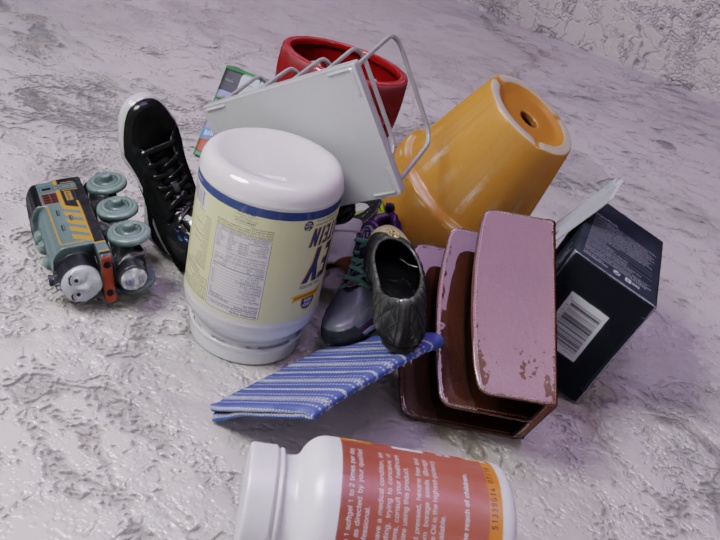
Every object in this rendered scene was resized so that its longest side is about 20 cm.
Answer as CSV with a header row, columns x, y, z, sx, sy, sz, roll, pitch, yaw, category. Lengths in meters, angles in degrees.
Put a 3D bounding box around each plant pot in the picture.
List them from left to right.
x,y,z,sx,sy,sz,roll,pitch,yaw,category
-0.042,-0.236,1.272,0.195,0.186,0.202,12,28,-6,plant pot
0.151,-0.126,1.016,0.197,0.184,0.203,23,42,-22,plant pot

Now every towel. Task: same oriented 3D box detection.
x,y,z,sx,sy,sz,roll,pitch,yaw,category
-0.027,0.100,0.780,0.143,0.024,0.198,-9,9,42,towel

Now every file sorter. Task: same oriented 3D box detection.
x,y,z,sx,sy,sz,roll,pitch,yaw,category
-0.041,-0.157,0.913,0.196,0.141,0.125,-7,28,32,file sorter

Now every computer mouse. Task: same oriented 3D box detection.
x,y,z,sx,sy,sz,roll,pitch,yaw,category
-0.048,-0.078,0.968,0.058,0.035,0.200,-29,25,-10,computer mouse

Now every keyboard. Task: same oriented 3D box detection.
x,y,z,sx,sy,sz,roll,pitch,yaw,category
0.232,-0.043,0.997,0.011,0.200,0.056,43,42,-6,keyboard

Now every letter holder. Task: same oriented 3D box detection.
x,y,z,sx,sy,sz,roll,pitch,yaw,category
0.116,0.047,0.845,0.138,0.101,0.204,11,60,-6,letter holder

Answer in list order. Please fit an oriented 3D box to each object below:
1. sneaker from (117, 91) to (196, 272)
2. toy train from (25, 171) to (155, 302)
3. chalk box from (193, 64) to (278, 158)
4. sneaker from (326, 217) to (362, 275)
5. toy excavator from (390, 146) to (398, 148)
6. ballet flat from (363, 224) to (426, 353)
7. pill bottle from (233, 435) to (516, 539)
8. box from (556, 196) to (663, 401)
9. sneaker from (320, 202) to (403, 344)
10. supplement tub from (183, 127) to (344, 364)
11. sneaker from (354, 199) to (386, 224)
x,y,z,sx,sy,sz,roll,pitch,yaw,category
-0.198,-0.089,0.916,0.072,0.203,0.111,-32,50,-28,sneaker
-0.295,-0.037,0.908,0.112,0.087,0.201,-14,40,-23,toy train
-0.126,-0.175,1.086,0.122,0.126,0.200,22,0,18,chalk box
-0.094,-0.016,0.982,0.195,0.087,0.073,-2,-3,13,sneaker
0.098,-0.053,1.135,0.190,0.101,0.202,17,41,-4,toy excavator
0.040,0.005,0.822,0.065,0.058,0.201,8,30,-8,ballet flat
0.008,0.186,0.622,0.195,0.114,0.113,11,28,-9,pill bottle
0.265,0.027,0.980,0.106,0.150,0.200,34,31,5,box
0.000,0.000,0.915,0.073,0.089,0.200,-5,25,25,sneaker
-0.102,-0.024,0.842,0.141,0.204,0.146,11,30,-6,supplement tub
-0.003,-0.055,1.100,0.073,0.082,0.200,-28,19,-3,sneaker
